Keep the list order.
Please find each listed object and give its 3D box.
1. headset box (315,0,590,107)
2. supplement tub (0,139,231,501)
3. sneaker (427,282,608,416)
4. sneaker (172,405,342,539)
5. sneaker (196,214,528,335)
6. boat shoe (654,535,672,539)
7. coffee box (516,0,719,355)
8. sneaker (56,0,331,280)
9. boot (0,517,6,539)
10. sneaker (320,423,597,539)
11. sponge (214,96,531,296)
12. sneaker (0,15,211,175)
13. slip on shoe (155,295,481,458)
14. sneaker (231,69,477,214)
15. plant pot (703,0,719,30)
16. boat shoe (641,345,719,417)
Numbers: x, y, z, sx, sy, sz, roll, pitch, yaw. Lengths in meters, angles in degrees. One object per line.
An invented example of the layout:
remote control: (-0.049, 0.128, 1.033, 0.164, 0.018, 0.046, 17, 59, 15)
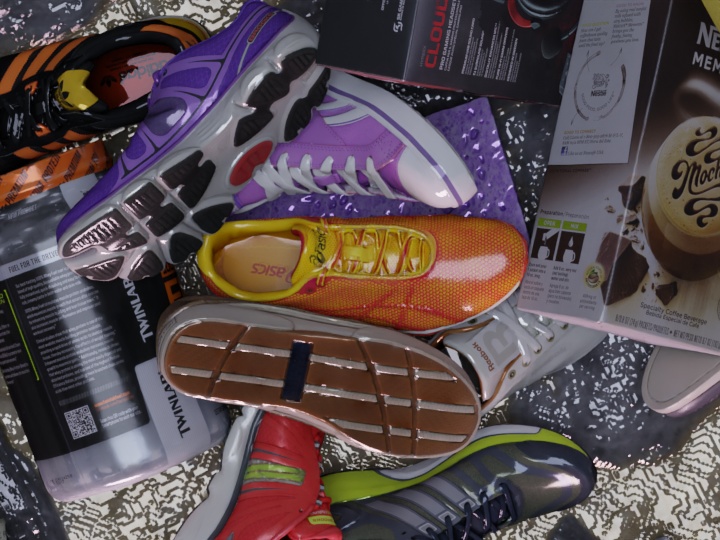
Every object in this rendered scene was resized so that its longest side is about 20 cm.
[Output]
headset box: (0.062, -0.179, 1.670, 0.075, 0.200, 0.149, 14, 95, 41)
supplement tub: (-0.166, 0.029, 1.734, 0.122, 0.123, 0.200, -20, 94, 4)
sneaker: (0.099, 0.041, 1.742, 0.200, 0.085, 0.073, -41, 90, 2)
sneaker: (-0.042, 0.138, 1.723, 0.085, 0.077, 0.200, 19, 74, 28)
sneaker: (0.000, 0.000, 1.688, 0.200, 0.077, 0.073, -5, 77, 10)
boat shoe: (0.130, 0.247, 1.768, 0.200, 0.070, 0.066, -37, 90, -3)
coffee box: (0.177, -0.060, 1.696, 0.113, 0.080, 0.200, 14, 87, -38)
sneaker: (-0.104, -0.076, 1.671, 0.200, 0.081, 0.083, -45, 53, -6)
boot: (-0.209, 0.231, 1.778, 0.200, 0.072, 0.155, -8, 91, 4)
sneaker: (0.051, 0.157, 1.744, 0.200, 0.081, 0.074, -18, 128, 8)
sponge: (0.000, -0.024, 1.747, 0.200, 0.030, 0.112, -17, 75, 8)
sneaker: (-0.187, -0.108, 1.740, 0.200, 0.090, 0.070, -20, 93, 3)
slip on shoe: (-0.026, 0.059, 1.688, 0.200, 0.061, 0.076, 11, 108, -13)
sneaker: (-0.026, -0.060, 1.703, 0.200, 0.073, 0.114, 30, 74, 40)
plant pot: (0.299, -0.132, 1.627, 0.187, 0.187, 0.200, -22, 127, 4)
boat shoe: (0.258, 0.023, 1.740, 0.200, 0.073, 0.063, -47, 124, 2)
